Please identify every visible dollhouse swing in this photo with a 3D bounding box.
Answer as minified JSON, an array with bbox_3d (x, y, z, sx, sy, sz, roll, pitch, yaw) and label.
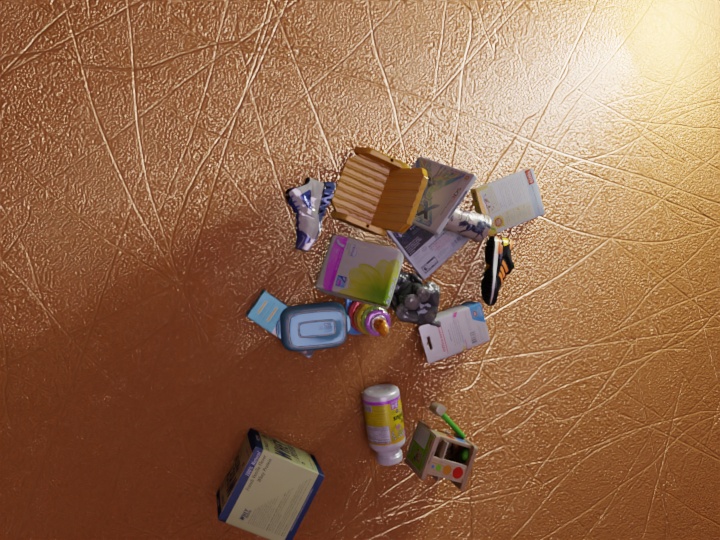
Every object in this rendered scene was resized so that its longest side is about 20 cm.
[{"bbox_3d":[0.044,-0.205,1.441,0.181,0.176,0.201,21,89,-15],"label":"dollhouse swing"}]

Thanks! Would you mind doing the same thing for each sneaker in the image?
[{"bbox_3d":[-0.149,-0.154,1.447,0.115,0.081,0.201,21,81,-13],"label":"sneaker"},{"bbox_3d":[0.406,0.004,1.620,0.089,0.070,0.202,4,91,-13],"label":"sneaker"}]

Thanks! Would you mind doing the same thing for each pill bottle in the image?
[{"bbox_3d":[0.067,0.421,1.534,0.104,0.104,0.201,-10,97,-15],"label":"pill bottle"}]

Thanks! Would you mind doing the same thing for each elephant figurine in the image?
[{"bbox_3d":[0.121,0.052,1.521,0.141,0.200,0.156,-8,120,-31],"label":"elephant figurine"}]

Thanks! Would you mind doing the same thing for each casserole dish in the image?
[{"bbox_3d":[-0.115,0.147,1.442,0.199,0.039,0.122,-4,94,-18],"label":"casserole dish"}]

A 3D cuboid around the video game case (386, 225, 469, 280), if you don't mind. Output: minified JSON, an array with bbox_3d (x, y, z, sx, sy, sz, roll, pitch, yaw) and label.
[{"bbox_3d":[0.195,-0.106,1.575,0.200,0.023,0.182,-41,104,-9],"label":"video game case"}]

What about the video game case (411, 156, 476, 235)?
[{"bbox_3d":[0.180,-0.202,1.482,0.183,0.200,0.022,-55,138,-6],"label":"video game case"}]

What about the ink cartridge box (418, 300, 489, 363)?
[{"bbox_3d":[0.254,0.173,1.589,0.199,0.068,0.116,-18,99,-15],"label":"ink cartridge box"}]

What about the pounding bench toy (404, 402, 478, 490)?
[{"bbox_3d":[0.246,0.486,1.581,0.155,0.124,0.201,20,88,-17],"label":"pounding bench toy"}]

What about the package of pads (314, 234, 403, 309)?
[{"bbox_3d":[0.000,0.000,1.445,0.199,0.068,0.155,14,76,16],"label":"package of pads"}]

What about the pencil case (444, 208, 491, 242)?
[{"bbox_3d":[0.261,-0.136,1.536,0.199,0.089,0.078,14,99,-19],"label":"pencil case"}]

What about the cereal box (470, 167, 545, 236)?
[{"bbox_3d":[0.428,-0.199,1.628,0.199,0.040,0.145,-21,100,-14],"label":"cereal box"}]

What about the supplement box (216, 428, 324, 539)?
[{"bbox_3d":[-0.234,0.552,1.438,0.199,0.134,0.201,29,86,-17],"label":"supplement box"}]

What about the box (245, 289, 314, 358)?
[{"bbox_3d":[-0.194,0.139,1.464,0.200,0.049,0.083,36,84,-16],"label":"box"}]

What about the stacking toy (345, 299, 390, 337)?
[{"bbox_3d":[0.036,0.128,1.451,0.109,0.200,0.117,-5,100,-15],"label":"stacking toy"}]
